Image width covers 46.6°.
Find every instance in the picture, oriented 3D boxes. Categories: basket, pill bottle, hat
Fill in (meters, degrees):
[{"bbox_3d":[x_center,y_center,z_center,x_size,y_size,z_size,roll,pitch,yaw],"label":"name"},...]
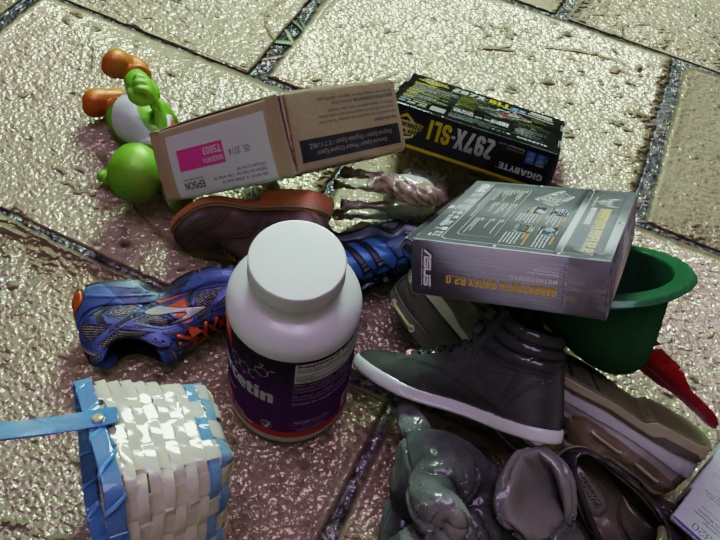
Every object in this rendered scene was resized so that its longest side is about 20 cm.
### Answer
[{"bbox_3d":[-0.200,0.174,0.622,0.197,0.178,0.139,-9,38,-30],"label":"basket"},{"bbox_3d":[-0.058,0.053,0.707,0.110,0.201,0.114,3,51,-4],"label":"pill bottle"},{"bbox_3d":[0.219,0.081,0.758,0.197,0.179,0.165,8,22,27],"label":"hat"}]

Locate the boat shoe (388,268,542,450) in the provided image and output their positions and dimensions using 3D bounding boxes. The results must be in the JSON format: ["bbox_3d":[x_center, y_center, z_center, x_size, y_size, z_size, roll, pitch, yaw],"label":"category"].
[{"bbox_3d":[0.100,0.085,0.789,0.203,0.060,0.072,56,31,12],"label":"boat shoe"}]

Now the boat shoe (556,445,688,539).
[{"bbox_3d":[0.227,0.229,0.676,0.073,0.065,0.200,-41,75,-6],"label":"boat shoe"}]

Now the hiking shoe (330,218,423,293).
[{"bbox_3d":[0.000,0.000,0.845,0.196,0.075,0.088,2,59,7],"label":"hiking shoe"}]

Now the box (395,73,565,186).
[{"bbox_3d":[0.130,-0.162,0.953,0.197,0.050,0.160,19,25,7],"label":"box"}]

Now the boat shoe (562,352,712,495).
[{"bbox_3d":[0.207,0.132,0.746,0.198,0.069,0.075,30,19,7],"label":"boat shoe"}]

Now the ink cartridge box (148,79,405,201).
[{"bbox_3d":[-0.082,-0.128,0.826,0.198,0.076,0.164,-4,12,42],"label":"ink cartridge box"}]

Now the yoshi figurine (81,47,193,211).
[{"bbox_3d":[-0.246,-0.145,0.902,0.111,0.113,0.201,-30,63,-9],"label":"yoshi figurine"}]

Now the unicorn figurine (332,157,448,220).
[{"bbox_3d":[0.040,-0.081,0.885,0.135,0.075,0.200,1,18,-8],"label":"unicorn figurine"}]

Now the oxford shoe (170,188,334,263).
[{"bbox_3d":[-0.115,-0.030,0.812,0.198,0.071,0.074,-5,73,38],"label":"oxford shoe"}]

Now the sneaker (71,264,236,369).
[{"bbox_3d":[-0.168,0.051,0.786,0.196,0.076,0.080,-9,62,-4],"label":"sneaker"}]

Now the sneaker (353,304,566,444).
[{"bbox_3d":[0.089,0.072,0.720,0.198,0.070,0.101,14,91,30],"label":"sneaker"}]

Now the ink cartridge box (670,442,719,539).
[{"bbox_3d":[0.369,0.233,0.701,0.196,0.044,0.199,43,46,22],"label":"ink cartridge box"}]

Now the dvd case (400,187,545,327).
[{"bbox_3d":[0.134,-0.012,0.827,0.148,0.016,0.200,39,29,8],"label":"dvd case"}]

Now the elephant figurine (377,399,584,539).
[{"bbox_3d":[0.120,0.212,0.670,0.197,0.141,0.158,12,92,-7],"label":"elephant figurine"}]

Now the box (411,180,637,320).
[{"bbox_3d":[0.148,-0.026,0.721,0.156,0.049,0.200,8,23,21],"label":"box"}]
